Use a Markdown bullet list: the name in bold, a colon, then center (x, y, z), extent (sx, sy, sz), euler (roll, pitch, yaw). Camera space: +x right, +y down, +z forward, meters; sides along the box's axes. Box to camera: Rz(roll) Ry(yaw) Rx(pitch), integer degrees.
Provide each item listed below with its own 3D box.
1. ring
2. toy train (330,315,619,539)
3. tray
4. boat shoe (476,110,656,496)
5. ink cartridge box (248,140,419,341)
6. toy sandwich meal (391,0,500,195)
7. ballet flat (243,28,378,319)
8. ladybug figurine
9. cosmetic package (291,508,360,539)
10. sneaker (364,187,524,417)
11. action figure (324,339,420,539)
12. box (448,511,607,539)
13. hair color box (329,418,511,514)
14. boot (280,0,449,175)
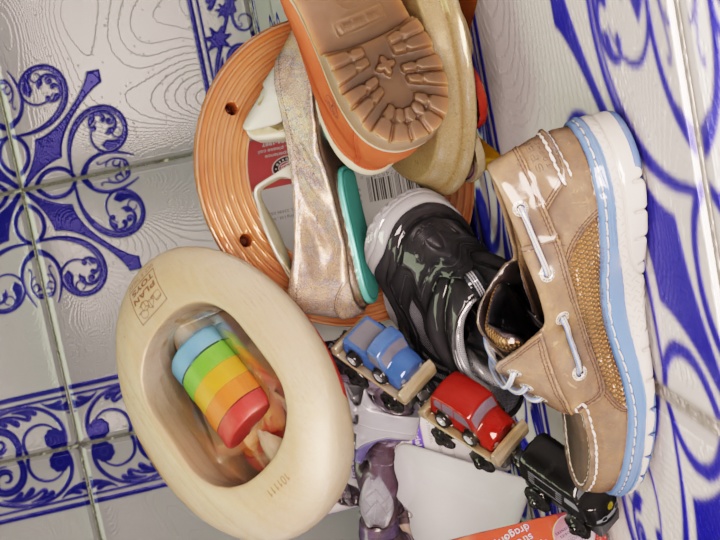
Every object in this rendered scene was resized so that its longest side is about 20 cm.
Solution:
- **ring**: center (-0.016, -0.064, 1.034), extent (0.019, 0.199, 0.203), euler (-15, 86, 63)
- **toy train**: center (0.059, 0.082, 0.891), extent (0.199, 0.034, 0.046), euler (32, 155, 29)
- **tray**: center (0.041, 0.228, 1.113), extent (0.202, 0.106, 0.022), euler (-68, -26, -16)
- **boat shoe**: center (0.091, 0.023, 0.741), extent (0.072, 0.072, 0.202), euler (-111, 11, -60)
- **ink cartridge box**: center (0.000, 0.000, 1.133), extent (0.083, 0.145, 0.202), euler (72, -172, -61)
- **toy sandwich meal**: center (0.042, -0.145, 0.959), extent (0.205, 0.070, 0.207), euler (164, 90, -74)
- **ballet flat**: center (-0.036, -0.069, 0.978), extent (0.068, 0.067, 0.202), euler (7, -104, -73)
- **ladybug figurine**: center (-0.071, 0.070, 0.957), extent (0.201, 0.136, 0.072), euler (54, -157, 24)
- **cosmetic package**: center (0.024, 0.288, 1.340), extent (0.167, 0.198, 0.169), euler (-115, 15, -67)
- **sneaker**: center (0.073, 0.049, 0.968), extent (0.114, 0.075, 0.201), euler (46, 168, 47)
- **action figure**: center (0.009, 0.147, 1.018), extent (0.130, 0.069, 0.202), euler (-107, 12, -74)
- **box**: center (0.097, 0.222, 0.969), extent (0.200, 0.099, 0.096), euler (92, 165, -66)
- **hair color box**: center (0.002, 0.113, 1.185), extent (0.065, 0.198, 0.111), euler (-152, 50, -85)
- **boot**: center (-0.017, -0.149, 0.904), extent (0.107, 0.074, 0.202), euler (124, 127, -76)
